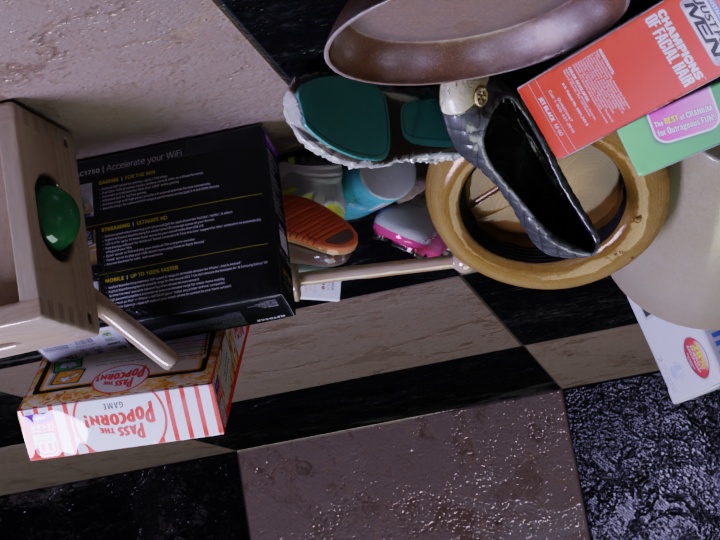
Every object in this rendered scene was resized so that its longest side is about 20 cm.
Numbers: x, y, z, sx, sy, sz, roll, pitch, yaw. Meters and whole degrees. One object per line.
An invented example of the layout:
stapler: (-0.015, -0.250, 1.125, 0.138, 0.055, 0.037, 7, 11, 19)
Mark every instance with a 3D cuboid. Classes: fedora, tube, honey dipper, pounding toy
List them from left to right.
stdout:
pounding toy: (-0.259, -0.007, 1.239, 0.200, 0.184, 0.142, -12, 168, 13)
tube: (-0.007, -0.065, 1.514, 0.077, 0.050, 0.200, 0, 169, -19)
honey dipper: (0.000, 0.000, 1.455, 0.200, 0.038, 0.038, -8, 168, -1)
fedora: (0.153, -0.077, 1.400, 0.200, 0.082, 0.201, 6, 128, 8)

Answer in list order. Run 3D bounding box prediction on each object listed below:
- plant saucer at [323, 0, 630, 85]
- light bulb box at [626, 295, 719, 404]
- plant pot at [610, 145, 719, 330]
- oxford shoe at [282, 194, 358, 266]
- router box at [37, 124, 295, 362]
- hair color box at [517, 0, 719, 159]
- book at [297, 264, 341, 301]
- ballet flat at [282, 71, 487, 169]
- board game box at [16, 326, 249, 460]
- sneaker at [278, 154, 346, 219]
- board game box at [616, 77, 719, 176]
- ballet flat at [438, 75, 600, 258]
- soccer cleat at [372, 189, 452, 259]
plant saucer: (0.073, -0.169, 1.107, 0.200, 0.035, 0.200, -9, 169, -2)
light bulb box: (0.362, -0.004, 1.627, 0.200, 0.198, 0.125, -20, 171, -17)
plant pot: (0.301, -0.077, 1.439, 0.187, 0.188, 0.200, -9, 153, -2)
oxford shoe: (-0.086, -0.022, 1.406, 0.200, 0.073, 0.071, 13, -156, 35)
router box: (-0.158, -0.021, 1.329, 0.200, 0.149, 0.051, -10, 155, 7)
hair color box: (0.210, -0.151, 1.141, 0.111, 0.064, 0.200, -32, -178, -34)
book: (-0.125, 0.006, 1.536, 0.200, 0.048, 0.134, 5, -179, -9)
ballet flat: (0.010, -0.104, 1.275, 0.200, 0.072, 0.072, 3, 163, -42)
board game box: (-0.174, 0.074, 1.356, 0.151, 0.046, 0.200, -8, -158, 6)
sneaker: (-0.079, -0.040, 1.489, 0.075, 0.077, 0.200, -5, 169, -29)
board game box: (0.297, -0.140, 1.221, 0.200, 0.040, 0.153, -24, -173, 31)
ballet flat: (0.124, -0.085, 1.296, 0.057, 0.066, 0.200, 17, 154, 52)
soccer cleat: (0.069, -0.054, 1.544, 0.070, 0.086, 0.200, 25, -173, 19)
